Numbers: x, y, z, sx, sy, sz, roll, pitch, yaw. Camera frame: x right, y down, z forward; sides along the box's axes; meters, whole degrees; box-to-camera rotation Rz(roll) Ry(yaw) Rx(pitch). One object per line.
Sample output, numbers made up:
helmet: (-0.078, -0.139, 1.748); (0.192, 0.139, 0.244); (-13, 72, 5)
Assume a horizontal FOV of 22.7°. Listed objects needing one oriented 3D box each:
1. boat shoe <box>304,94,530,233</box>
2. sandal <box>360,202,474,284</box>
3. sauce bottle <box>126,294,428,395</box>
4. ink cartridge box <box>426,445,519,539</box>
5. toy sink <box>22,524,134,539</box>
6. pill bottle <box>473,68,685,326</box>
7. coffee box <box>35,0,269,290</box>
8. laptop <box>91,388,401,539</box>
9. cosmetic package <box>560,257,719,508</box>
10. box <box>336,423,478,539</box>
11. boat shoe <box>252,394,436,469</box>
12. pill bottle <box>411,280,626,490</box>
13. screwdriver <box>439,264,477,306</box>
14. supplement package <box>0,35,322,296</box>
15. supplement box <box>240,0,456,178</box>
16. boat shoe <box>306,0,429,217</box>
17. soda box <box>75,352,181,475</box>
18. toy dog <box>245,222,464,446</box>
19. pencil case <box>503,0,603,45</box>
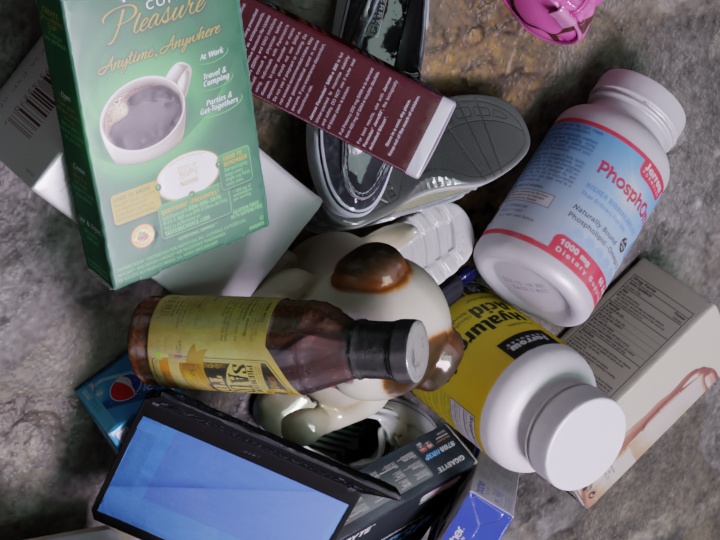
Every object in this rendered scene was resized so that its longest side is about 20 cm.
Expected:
boat shoe: (0.043, -0.081, 1.407); (0.201, 0.065, 0.075); (-27, 89, -27)
sandal: (0.002, 0.007, 1.423); (0.201, 0.050, 0.083); (-22, 98, -24)
sauce bottle: (-0.054, 0.049, 1.173); (0.066, 0.198, 0.067); (1, 90, -65)
ink cartridge box: (0.093, 0.208, 1.520); (0.044, 0.200, 0.095); (30, 101, 2)
toy sink: (-0.221, 0.267, 1.334); (0.129, 0.112, 0.201); (-7, 137, -33)
pill bottle: (0.185, -0.063, 1.469); (0.201, 0.108, 0.109); (-57, 134, -18)
coffee box: (-0.127, -0.100, 1.120); (0.122, 0.044, 0.202); (-24, 125, -26)
laptop: (-0.087, 0.164, 1.258); (0.176, 0.200, 0.104); (24, 81, -9)
cosmetic package: (0.230, 0.100, 1.613); (0.200, 0.103, 0.087); (-43, 133, -8)
box: (-0.012, 0.220, 1.466); (0.199, 0.046, 0.159); (-23, 154, -41)
boat shoe: (-0.001, 0.143, 1.487); (0.199, 0.067, 0.074); (14, 106, -40)
pill bottle: (0.123, 0.095, 1.463); (0.111, 0.200, 0.112); (-18, 124, -29)
screwdriver: (0.105, -0.006, 1.499); (0.199, 0.028, 0.029); (-32, 146, -37)
supplement package: (-0.145, -0.071, 1.230); (0.117, 0.117, 0.200); (-52, 131, -2)
supplement box: (-0.040, -0.138, 1.219); (0.199, 0.109, 0.061); (26, 97, -9)
boat shoe: (0.013, -0.137, 1.310); (0.071, 0.068, 0.202); (11, 92, -29)
soda box: (-0.142, 0.156, 1.389); (0.064, 0.068, 0.201); (-36, 130, -13)
toy dog: (-0.005, 0.043, 1.282); (0.193, 0.200, 0.140); (-31, 103, -19)
pencil case: (0.204, -0.262, 1.402); (0.200, 0.094, 0.091); (-45, 132, -7)
